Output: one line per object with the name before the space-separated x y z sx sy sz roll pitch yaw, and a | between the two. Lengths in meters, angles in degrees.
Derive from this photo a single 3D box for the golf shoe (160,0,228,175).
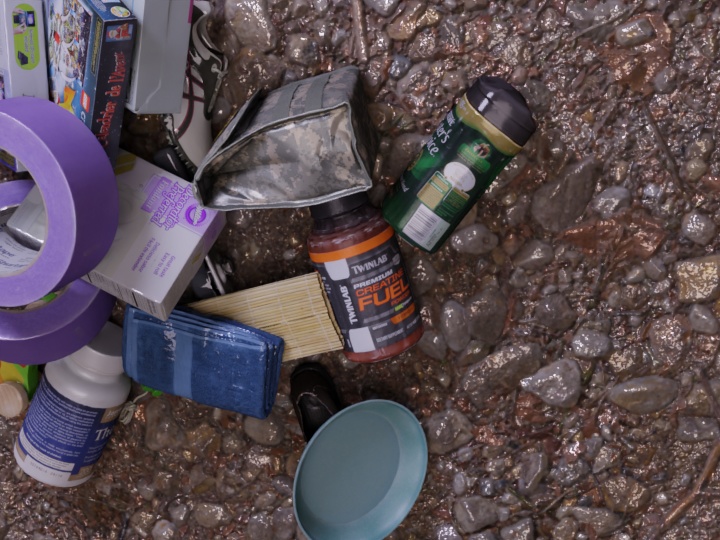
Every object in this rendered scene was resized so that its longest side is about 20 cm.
golf shoe | -0.192 -0.209 1.106 0.087 0.077 0.203 -12 106 6

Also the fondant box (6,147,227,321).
fondant box | -0.271 -0.054 1.083 0.198 0.058 0.145 26 66 6

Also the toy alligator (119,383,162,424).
toy alligator | -0.241 0.124 1.235 0.054 0.059 0.201 17 116 -42

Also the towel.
towel | -0.193 0.106 1.147 0.197 0.049 0.113 14 111 14

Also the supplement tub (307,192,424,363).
supplement tub | 0.000 0.000 1.132 0.105 0.107 0.203 -16 106 12

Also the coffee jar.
coffee jar | 0.112 -0.122 1.079 0.085 0.104 0.201 36 108 -8

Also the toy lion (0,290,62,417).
toy lion | -0.488 0.083 1.253 0.190 0.069 0.202 30 109 5

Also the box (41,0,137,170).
box | -0.295 -0.209 1.008 0.137 0.037 0.202 47 135 30

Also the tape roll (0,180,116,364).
tape roll | -0.391 0.002 1.132 0.197 0.085 0.203 2 65 -5

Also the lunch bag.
lunch bag | -0.087 -0.140 1.066 0.197 0.164 0.119 -14 112 11

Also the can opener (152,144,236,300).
can opener | -0.210 -0.051 1.171 0.066 0.053 0.202 -21 103 13

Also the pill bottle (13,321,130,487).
pill bottle | -0.362 0.167 1.232 0.110 0.111 0.202 27 110 -2

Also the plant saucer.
plant saucer | -0.005 0.251 1.196 0.198 0.036 0.203 -10 109 -30

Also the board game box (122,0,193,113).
board game box | -0.262 -0.270 1.038 0.199 0.064 0.150 32 119 40

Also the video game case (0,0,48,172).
video game case | -0.403 -0.220 1.078 0.045 0.199 0.184 -10 112 -34

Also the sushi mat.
sushi mat | -0.121 0.067 1.144 0.197 0.012 0.097 -14 103 22

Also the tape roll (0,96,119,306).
tape roll | -0.354 -0.071 0.979 0.197 0.085 0.203 5 107 17

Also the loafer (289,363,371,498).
loafer | -0.042 0.221 1.229 0.072 0.071 0.202 -24 104 14
